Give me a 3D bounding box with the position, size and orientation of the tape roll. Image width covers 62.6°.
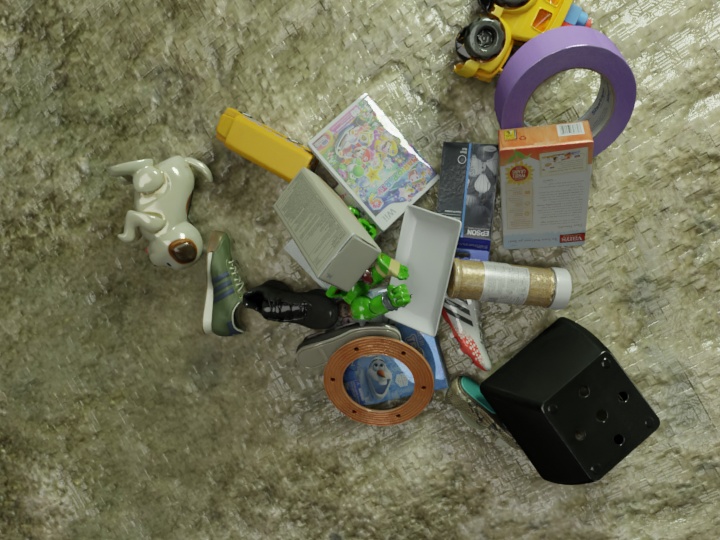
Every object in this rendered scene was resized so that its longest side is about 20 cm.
[{"bbox_3d":[0.305,-0.256,0.894,0.195,0.066,0.203,-1,133,-1],"label":"tape roll"}]

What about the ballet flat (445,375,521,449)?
[{"bbox_3d":[0.236,0.265,1.052,0.198,0.068,0.076,34,125,3],"label":"ballet flat"}]

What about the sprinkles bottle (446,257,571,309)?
[{"bbox_3d":[0.244,0.022,0.980,0.195,0.068,0.070,6,100,-4],"label":"sprinkles bottle"}]

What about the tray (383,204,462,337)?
[{"bbox_3d":[0.106,0.000,0.998,0.106,0.022,0.205,21,109,30],"label":"tray"}]

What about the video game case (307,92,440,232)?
[{"bbox_3d":[0.024,-0.188,1.023,0.143,0.018,0.201,-41,88,-11],"label":"video game case"}]

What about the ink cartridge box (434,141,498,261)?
[{"bbox_3d":[0.178,-0.112,0.999,0.097,0.039,0.205,4,89,12],"label":"ink cartridge box"}]

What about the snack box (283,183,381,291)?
[{"bbox_3d":[-0.034,-0.073,1.075,0.116,0.037,0.200,44,106,2],"label":"snack box"}]

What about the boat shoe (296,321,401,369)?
[{"bbox_3d":[-0.023,0.121,1.051,0.196,0.057,0.068,-15,118,14],"label":"boat shoe"}]

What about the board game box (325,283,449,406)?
[{"bbox_3d":[0.044,0.134,1.085,0.195,0.043,0.204,-16,94,15],"label":"board game box"}]

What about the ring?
[{"bbox_3d":[0.032,0.195,1.045,0.195,0.019,0.204,3,121,5],"label":"ring"}]

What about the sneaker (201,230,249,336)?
[{"bbox_3d":[-0.247,0.030,1.133,0.088,0.067,0.205,9,101,4],"label":"sneaker"}]

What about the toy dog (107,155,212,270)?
[{"bbox_3d":[-0.363,-0.101,1.115,0.190,0.139,0.205,-16,94,-22],"label":"toy dog"}]

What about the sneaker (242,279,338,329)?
[{"bbox_3d":[-0.129,0.069,1.069,0.196,0.090,0.078,8,101,32],"label":"sneaker"}]

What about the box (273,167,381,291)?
[{"bbox_3d":[-0.059,-0.070,0.972,0.095,0.077,0.201,-47,48,15],"label":"box"}]

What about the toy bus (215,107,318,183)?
[{"bbox_3d":[-0.172,-0.222,1.064,0.197,0.078,0.066,29,104,7],"label":"toy bus"}]

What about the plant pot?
[{"bbox_3d":[0.338,0.214,0.927,0.198,0.177,0.202,-37,90,-5],"label":"plant pot"}]

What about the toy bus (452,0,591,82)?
[{"bbox_3d":[0.257,-0.374,0.922,0.189,0.136,0.203,23,106,-7],"label":"toy bus"}]

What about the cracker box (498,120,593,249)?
[{"bbox_3d":[0.285,-0.127,0.926,0.131,0.058,0.202,-2,134,13],"label":"cracker box"}]

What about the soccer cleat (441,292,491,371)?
[{"bbox_3d":[0.185,0.079,1.031,0.084,0.069,0.203,-31,86,12],"label":"soccer cleat"}]

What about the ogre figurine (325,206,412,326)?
[{"bbox_3d":[0.000,0.000,1.006,0.201,0.098,0.120,48,121,9],"label":"ogre figurine"}]
